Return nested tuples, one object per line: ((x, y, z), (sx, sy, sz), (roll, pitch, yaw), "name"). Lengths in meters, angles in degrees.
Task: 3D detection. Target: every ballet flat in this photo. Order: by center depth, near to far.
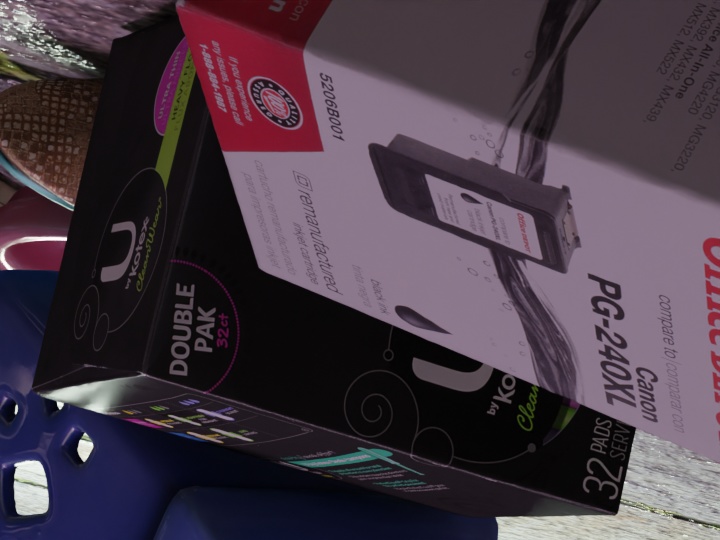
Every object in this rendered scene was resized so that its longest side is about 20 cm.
((-0.058, -0.044, 1.235), (0.199, 0.071, 0.065), (19, 139, -38), "ballet flat")

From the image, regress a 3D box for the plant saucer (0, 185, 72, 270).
((-0.073, -0.009, 1.396), (0.200, 0.051, 0.201), (13, 168, 3), "plant saucer")

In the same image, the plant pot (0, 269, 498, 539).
((-0.071, 0.133, 1.249), (0.199, 0.201, 0.180), (7, -155, -42), "plant pot")

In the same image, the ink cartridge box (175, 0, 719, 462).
((0.060, -0.034, 0.896), (0.199, 0.084, 0.145), (22, 153, 23), "ink cartridge box")

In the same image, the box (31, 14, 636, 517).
((0.000, 0.000, 1.132), (0.199, 0.149, 0.124), (18, 168, -23), "box")

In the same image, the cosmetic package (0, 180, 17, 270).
((-0.232, -0.014, 1.408), (0.071, 0.106, 0.200), (6, 165, 26), "cosmetic package")
